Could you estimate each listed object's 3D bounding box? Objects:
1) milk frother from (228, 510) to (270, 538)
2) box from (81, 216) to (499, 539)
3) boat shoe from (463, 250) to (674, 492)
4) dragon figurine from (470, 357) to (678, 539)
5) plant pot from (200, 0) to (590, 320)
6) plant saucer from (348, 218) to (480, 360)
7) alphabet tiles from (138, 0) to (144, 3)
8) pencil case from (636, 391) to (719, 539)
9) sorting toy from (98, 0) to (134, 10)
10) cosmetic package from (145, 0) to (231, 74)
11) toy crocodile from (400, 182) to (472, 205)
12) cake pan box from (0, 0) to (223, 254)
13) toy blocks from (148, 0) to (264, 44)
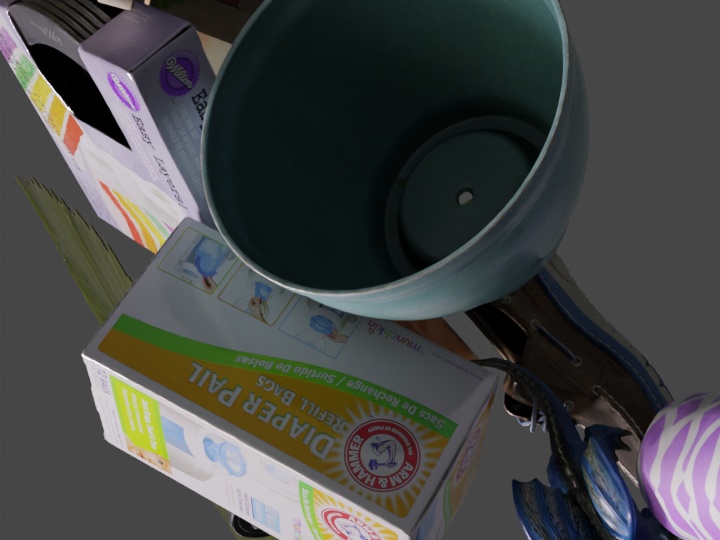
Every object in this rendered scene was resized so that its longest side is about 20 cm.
[{"bbox_3d":[-0.052,0.079,1.061,0.181,0.199,0.188,61,177,-36],"label":"milk frother"},{"bbox_3d":[-0.037,0.077,0.734,0.199,0.102,0.113,27,151,13],"label":"box"},{"bbox_3d":[0.117,0.061,0.805,0.201,0.072,0.072,53,161,22],"label":"boat shoe"},{"bbox_3d":[0.120,0.123,0.710,0.201,0.059,0.099,61,-161,12],"label":"dragon figurine"},{"bbox_3d":[0.035,-0.058,0.701,0.200,0.200,0.134,47,-176,35],"label":"plant pot"},{"bbox_3d":[0.000,0.000,0.867,0.200,0.037,0.200,47,-179,-1],"label":"plant saucer"},{"bbox_3d":[-0.121,-0.235,0.823,0.196,0.014,0.202,-108,36,-62],"label":"alphabet tiles"},{"bbox_3d":[0.209,0.102,0.615,0.085,0.084,0.200,42,168,-15],"label":"pencil case"},{"bbox_3d":[-0.137,-0.264,0.728,0.200,0.069,0.201,-115,38,-67],"label":"sorting toy"},{"bbox_3d":[-0.111,-0.194,1.016,0.103,0.087,0.201,48,159,33],"label":"cosmetic package"},{"bbox_3d":[0.007,-0.082,0.929,0.200,0.061,0.068,51,161,42],"label":"toy crocodile"},{"bbox_3d":[-0.132,-0.084,0.798,0.183,0.052,0.201,28,152,39],"label":"cake pan box"},{"bbox_3d":[-0.046,-0.184,0.806,0.135,0.101,0.200,19,161,-10],"label":"toy blocks"}]
